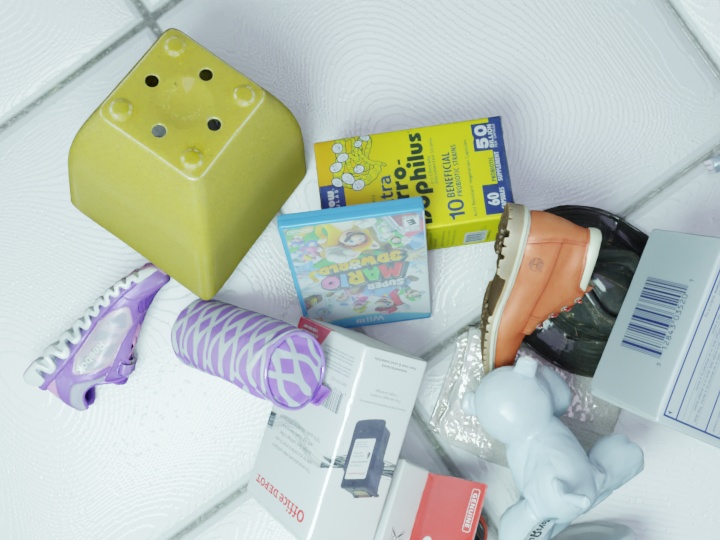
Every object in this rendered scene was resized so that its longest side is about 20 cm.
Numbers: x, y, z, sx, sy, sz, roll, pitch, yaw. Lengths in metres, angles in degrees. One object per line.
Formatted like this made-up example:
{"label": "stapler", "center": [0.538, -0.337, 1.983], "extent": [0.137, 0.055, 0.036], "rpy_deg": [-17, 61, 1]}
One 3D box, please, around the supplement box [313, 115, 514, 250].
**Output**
{"label": "supplement box", "center": [0.057, -0.083, 0.977], "extent": [0.197, 0.110, 0.110], "rpy_deg": [-8, 79, 2]}

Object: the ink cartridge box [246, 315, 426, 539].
{"label": "ink cartridge box", "center": [-0.028, 0.166, 0.953], "extent": [0.084, 0.144, 0.203], "rpy_deg": [17, 90, -32]}

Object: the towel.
{"label": "towel", "center": [0.183, 0.153, 1.006], "extent": [0.198, 0.034, 0.134], "rpy_deg": [19, 89, 3]}

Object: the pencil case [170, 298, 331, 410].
{"label": "pencil case", "center": [-0.119, 0.085, 0.944], "extent": [0.084, 0.199, 0.086], "rpy_deg": [-43, 122, -24]}

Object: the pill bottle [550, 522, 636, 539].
{"label": "pill bottle", "center": [0.252, 0.378, 0.956], "extent": [0.111, 0.112, 0.203], "rpy_deg": [-12, 87, 2]}

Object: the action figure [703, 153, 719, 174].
{"label": "action figure", "center": [0.461, -0.120, 0.955], "extent": [0.200, 0.149, 0.134], "rpy_deg": [44, 96, -10]}

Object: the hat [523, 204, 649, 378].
{"label": "hat", "center": [0.250, 0.017, 0.975], "extent": [0.198, 0.081, 0.204], "rpy_deg": [0, 82, -1]}

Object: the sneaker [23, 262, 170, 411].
{"label": "sneaker", "center": [-0.274, 0.077, 1.013], "extent": [0.200, 0.081, 0.088], "rpy_deg": [-45, 93, 5]}

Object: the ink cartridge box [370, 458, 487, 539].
{"label": "ink cartridge box", "center": [0.028, 0.293, 0.923], "extent": [0.044, 0.175, 0.202], "rpy_deg": [29, 70, -33]}

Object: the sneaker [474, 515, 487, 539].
{"label": "sneaker", "center": [0.044, 0.317, 0.981], "extent": [0.199, 0.082, 0.078], "rpy_deg": [-33, 88, 5]}

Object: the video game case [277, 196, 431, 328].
{"label": "video game case", "center": [0.000, 0.000, 0.948], "extent": [0.141, 0.201, 0.018], "rpy_deg": [-8, 56, 2]}

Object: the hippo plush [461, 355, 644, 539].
{"label": "hippo plush", "center": [0.166, 0.182, 0.921], "extent": [0.159, 0.199, 0.162], "rpy_deg": [-47, 66, 29]}

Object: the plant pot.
{"label": "plant pot", "center": [-0.174, -0.125, 0.926], "extent": [0.193, 0.200, 0.196], "rpy_deg": [35, 70, 3]}

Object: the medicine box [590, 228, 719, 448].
{"label": "medicine box", "center": [0.363, 0.081, 0.928], "extent": [0.198, 0.103, 0.184], "rpy_deg": [23, 89, -27]}

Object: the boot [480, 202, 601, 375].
{"label": "boot", "center": [0.177, 0.033, 0.926], "extent": [0.106, 0.075, 0.202], "rpy_deg": [9, 126, -2]}
